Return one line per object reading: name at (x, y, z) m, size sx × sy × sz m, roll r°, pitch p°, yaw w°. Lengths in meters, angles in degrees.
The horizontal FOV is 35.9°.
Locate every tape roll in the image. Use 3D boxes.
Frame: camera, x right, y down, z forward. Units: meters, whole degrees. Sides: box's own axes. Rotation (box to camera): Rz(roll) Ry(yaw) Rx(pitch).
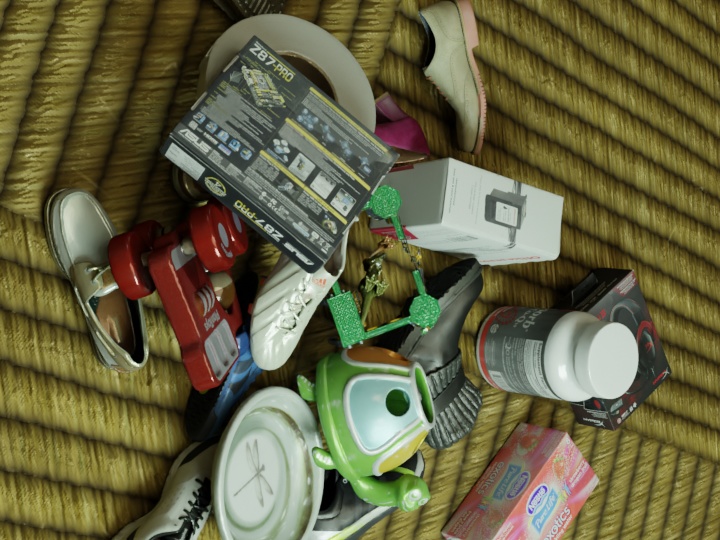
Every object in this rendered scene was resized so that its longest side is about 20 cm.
tape roll at (-0.080, -0.182, 1.206) m, size 0.201 × 0.037 × 0.205 m, roll 9°, pitch 67°, yaw -22°

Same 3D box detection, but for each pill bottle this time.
pill bottle at (0.254, 0.108, 1.446) m, size 0.115 × 0.199 × 0.117 m, roll -1°, pitch 92°, yaw -36°

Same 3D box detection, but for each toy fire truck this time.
toy fire truck at (-0.166, 0.022, 1.140) m, size 0.111 × 0.200 × 0.169 m, roll -17°, pitch 99°, yaw 7°

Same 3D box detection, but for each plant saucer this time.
plant saucer at (-0.112, 0.229, 1.229) m, size 0.200 × 0.050 × 0.202 m, roll 7°, pitch 82°, yaw -59°

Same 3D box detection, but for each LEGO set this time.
LEGO set at (0.000, 0.000, 1.304) m, size 0.153 × 0.116 × 0.201 m, roll -28°, pitch 94°, yaw -11°

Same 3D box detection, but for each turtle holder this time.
turtle holder at (0.016, 0.176, 1.273) m, size 0.141 × 0.131 × 0.187 m, roll 50°, pitch 27°, yaw -59°

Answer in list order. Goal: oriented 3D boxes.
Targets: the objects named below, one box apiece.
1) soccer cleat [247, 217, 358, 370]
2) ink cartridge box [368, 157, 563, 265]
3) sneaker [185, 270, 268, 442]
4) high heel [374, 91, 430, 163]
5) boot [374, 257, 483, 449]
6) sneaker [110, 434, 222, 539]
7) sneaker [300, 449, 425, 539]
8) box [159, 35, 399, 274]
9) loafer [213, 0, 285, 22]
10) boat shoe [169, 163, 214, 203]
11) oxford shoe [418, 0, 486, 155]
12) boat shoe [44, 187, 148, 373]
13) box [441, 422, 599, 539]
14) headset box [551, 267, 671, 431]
soccer cleat at (-0.064, 0.016, 1.194) m, size 0.069 × 0.077 × 0.202 m, roll 17°, pitch 94°, yaw -50°
ink cartridge box at (0.134, -0.069, 1.385) m, size 0.199 × 0.145 × 0.084 m, roll 14°, pitch 79°, yaw -35°
sneaker at (-0.129, 0.104, 1.248) m, size 0.078 × 0.066 × 0.202 m, roll 32°, pitch 73°, yaw -35°
high heel at (0.002, -0.130, 1.330) m, size 0.096 × 0.067 × 0.200 m, roll 50°, pitch 49°, yaw -4°
boot at (0.116, 0.105, 1.416) m, size 0.211 × 0.079 × 0.158 m, roll -48°, pitch 111°, yaw -13°
sneaker at (-0.189, 0.264, 1.202) m, size 0.074 × 0.080 × 0.200 m, roll 49°, pitch 63°, yaw -24°
sneaker at (-0.003, 0.261, 1.342) m, size 0.200 × 0.071 × 0.083 m, roll -37°, pitch 110°, yaw -30°
box at (-0.079, -0.120, 1.133) m, size 0.199 × 0.049 × 0.162 m, roll 38°, pitch 61°, yaw -8°
loafer at (-0.154, -0.338, 1.218) m, size 0.076 × 0.067 × 0.200 m, roll -59°, pitch 137°, yaw -16°
boat shoe at (-0.120, -0.139, 1.241) m, size 0.200 × 0.074 × 0.076 m, roll -43°, pitch 115°, yaw -27°
oxford shoe at (0.116, -0.245, 1.429) m, size 0.073 × 0.071 × 0.202 m, roll -12°, pitch 100°, yaw -10°
boat shoe at (-0.262, 0.009, 1.145) m, size 0.074 × 0.068 × 0.202 m, roll -27°, pitch 106°, yaw -30°
box at (0.215, 0.314, 1.489) m, size 0.200 × 0.094 × 0.103 m, roll -48°, pitch 116°, yaw -25°
headset box at (0.347, 0.102, 1.591) m, size 0.148 × 0.075 × 0.201 m, roll -36°, pitch 112°, yaw -29°
